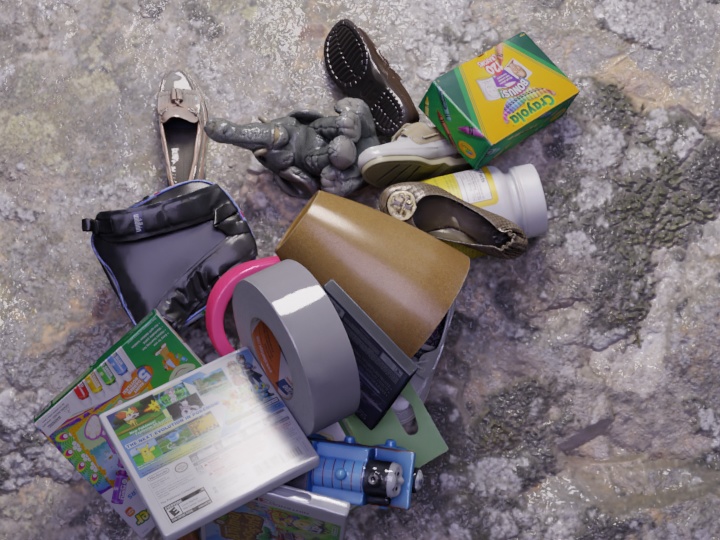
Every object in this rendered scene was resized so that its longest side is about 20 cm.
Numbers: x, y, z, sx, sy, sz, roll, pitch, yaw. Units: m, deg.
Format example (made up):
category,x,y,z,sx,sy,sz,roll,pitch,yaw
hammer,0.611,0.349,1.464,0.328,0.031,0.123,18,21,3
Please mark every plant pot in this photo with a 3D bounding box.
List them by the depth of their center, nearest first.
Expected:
category,x,y,z,sx,sy,sz,roll,pitch,yaw
plant pot,0.000,0.000,1.554,0.199,0.186,0.187,36,78,-7

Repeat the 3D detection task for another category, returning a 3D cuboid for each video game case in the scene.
category,x,y,z,sx,sy,sz,roll,pitch,yaw
video game case,-0.176,0.197,1.476,0.199,0.022,0.183,-25,56,-20
video game case,-0.010,0.105,1.517,0.019,0.200,0.143,-40,80,-25
video game case,-0.107,0.307,1.540,0.180,0.201,0.022,15,56,4

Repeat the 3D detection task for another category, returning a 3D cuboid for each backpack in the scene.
category,x,y,z,sx,sy,sz,roll,pitch,yaw
backpack,-0.229,-0.018,1.646,0.189,0.154,0.201,-29,91,-1

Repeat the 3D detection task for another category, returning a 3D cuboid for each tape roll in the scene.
category,x,y,z,sx,sy,sz,roll,pitch,yaw
tape roll,-0.078,0.092,1.503,0.066,0.200,0.202,-23,76,-23

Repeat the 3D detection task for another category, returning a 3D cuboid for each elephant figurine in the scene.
category,x,y,z,sx,sy,sz,roll,pitch,yaw
elephant figurine,-0.080,-0.165,1.702,0.198,0.156,0.142,2,37,27

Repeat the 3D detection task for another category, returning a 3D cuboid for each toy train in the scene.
category,x,y,z,sx,sy,sz,roll,pitch,yaw
toy train,-0.026,0.241,1.529,0.198,0.114,0.088,7,87,16

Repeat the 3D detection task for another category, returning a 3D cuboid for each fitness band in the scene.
category,x,y,z,sx,sy,sz,roll,pitch,yaw
fitness band,-0.101,0.054,1.616,0.198,0.037,0.145,-10,109,-26

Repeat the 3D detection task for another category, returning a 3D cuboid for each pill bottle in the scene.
category,x,y,z,sx,sy,sz,roll,pitch,yaw
pill bottle,0.139,-0.073,1.678,0.198,0.114,0.116,-12,76,-3

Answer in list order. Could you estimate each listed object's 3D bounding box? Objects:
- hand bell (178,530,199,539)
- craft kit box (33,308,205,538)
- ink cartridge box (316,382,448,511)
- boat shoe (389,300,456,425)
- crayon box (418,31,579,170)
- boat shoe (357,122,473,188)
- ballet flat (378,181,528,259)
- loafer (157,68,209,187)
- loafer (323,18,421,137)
category,x,y,z,sx,sy,sz,roll,pitch,yaw
hand bell,-0.268,0.275,1.616,0.104,0.104,0.201,-36,90,-9
craft kit box,-0.260,0.187,1.556,0.200,0.048,0.198,-42,106,-5
ink cartridge box,-0.010,0.218,1.610,0.199,0.048,0.146,-33,78,11
boat shoe,0.077,0.104,1.655,0.071,0.069,0.201,27,77,7
crayon box,0.187,-0.229,1.704,0.199,0.058,0.119,-33,75,-36
boat shoe,0.068,-0.156,1.686,0.199,0.075,0.069,-5,68,-45
ballet flat,0.119,-0.060,1.597,0.198,0.046,0.068,21,96,-8
loafer,-0.242,-0.187,1.734,0.071,0.063,0.202,-6,76,-1
loafer,0.016,-0.260,1.759,0.073,0.071,0.201,-40,66,26
